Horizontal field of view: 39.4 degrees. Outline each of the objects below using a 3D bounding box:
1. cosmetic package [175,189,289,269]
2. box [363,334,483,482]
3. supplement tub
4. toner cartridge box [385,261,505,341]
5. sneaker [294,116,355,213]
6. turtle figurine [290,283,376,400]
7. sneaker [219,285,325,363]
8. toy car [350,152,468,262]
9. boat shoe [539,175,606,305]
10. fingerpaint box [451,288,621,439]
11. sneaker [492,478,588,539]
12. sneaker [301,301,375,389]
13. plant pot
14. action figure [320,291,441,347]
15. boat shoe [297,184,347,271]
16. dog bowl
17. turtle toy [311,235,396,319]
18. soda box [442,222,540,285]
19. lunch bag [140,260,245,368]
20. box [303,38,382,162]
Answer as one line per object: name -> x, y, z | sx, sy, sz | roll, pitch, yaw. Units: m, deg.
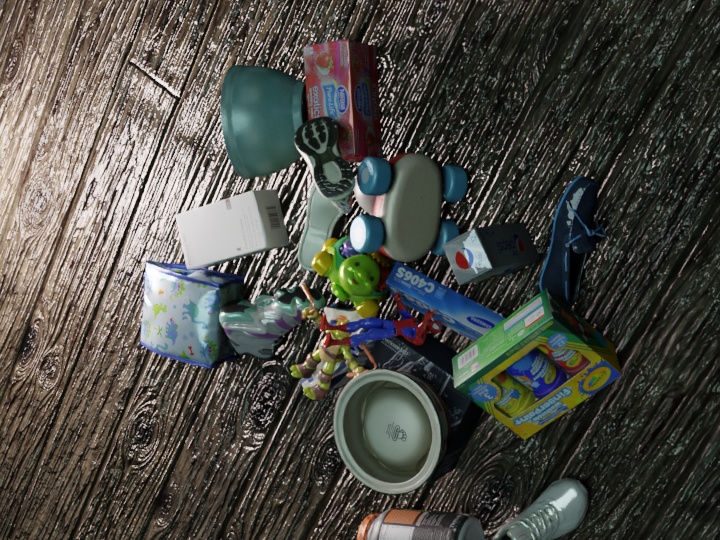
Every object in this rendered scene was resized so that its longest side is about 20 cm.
cosmetic package -> -0.242, -0.077, 1.891 | 0.199, 0.081, 0.114 | -16, 88, 30
box -> 0.098, 0.217, 1.693 | 0.199, 0.104, 0.183 | 33, 108, 25
supplement tub -> 0.101, 0.468, 1.700 | 0.199, 0.122, 0.124 | -3, 92, 32
toner cartridge box -> 0.140, 0.060, 1.637 | 0.199, 0.095, 0.043 | 28, 80, 17
sneaker -> -0.056, -0.169, 1.648 | 0.076, 0.089, 0.201 | -17, 51, 0
turtle figurine -> -0.057, 0.131, 1.717 | 0.200, 0.064, 0.162 | 46, 121, 20
sneaker -> -0.151, 0.111, 1.859 | 0.198, 0.078, 0.141 | -9, 117, 9
toy car -> 0.046, -0.116, 1.689 | 0.200, 0.183, 0.178 | 23, 108, 58
boat shoe -> 0.338, -0.043, 1.545 | 0.069, 0.084, 0.201 | 33, 125, 45
fingerpaint box -> 0.269, 0.149, 1.548 | 0.167, 0.074, 0.200 | 37, 120, -24
sneaker -> 0.281, 0.408, 1.598 | 0.078, 0.099, 0.200 | 50, 116, 18
sneaker -> -0.034, 0.123, 1.789 | 0.199, 0.080, 0.116 | -44, 62, 28
plant pot -> -0.148, -0.265, 1.765 | 0.133, 0.200, 0.202 | -3, 93, 14
action figure -> 0.043, 0.076, 1.615 | 0.065, 0.198, 0.099 | -108, 25, -46
boat shoe -> -0.061, -0.098, 1.789 | 0.075, 0.060, 0.201 | 26, 106, 6
dog bowl -> 0.057, 0.253, 1.617 | 0.199, 0.074, 0.202 | 3, 95, 31
turtle toy -> 0.000, 0.000, 1.687 | 0.146, 0.200, 0.101 | 45, 110, -5
soda box -> 0.205, -0.027, 1.551 | 0.063, 0.200, 0.069 | -28, 81, 29
lunch bag -> -0.333, 0.081, 1.933 | 0.199, 0.127, 0.171 | 10, 100, 21
box -> -0.029, -0.288, 1.733 | 0.095, 0.099, 0.202 | -2, 92, 32
